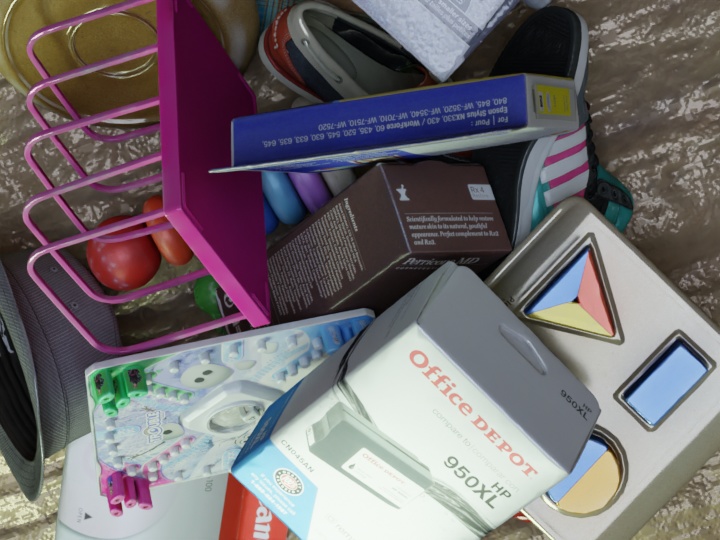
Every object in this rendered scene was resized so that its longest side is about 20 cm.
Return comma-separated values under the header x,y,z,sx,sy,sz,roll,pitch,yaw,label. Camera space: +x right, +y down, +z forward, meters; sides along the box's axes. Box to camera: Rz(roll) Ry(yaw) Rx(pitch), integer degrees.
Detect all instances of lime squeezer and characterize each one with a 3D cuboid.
x,y,z,sx,sy,sz,roll,pitch,yaw,label
-0.079,0.027,1.742,0.071,0.038,0.200,-35,99,-21,lime squeezer

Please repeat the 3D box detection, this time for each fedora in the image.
x,y,z,sx,sy,sz,roll,pitch,yaw,label
-0.224,0.058,1.696,0.090,0.200,0.177,-17,141,-22,fedora

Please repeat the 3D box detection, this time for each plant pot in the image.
x,y,z,sx,sy,sz,roll,pitch,yaw,label
-0.170,-0.165,1.645,0.200,0.028,0.200,0,139,0,plant pot

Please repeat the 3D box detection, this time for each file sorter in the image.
x,y,z,sx,sy,sz,roll,pitch,yaw,label
-0.148,-0.064,1.580,0.125,0.200,0.139,-17,142,15,file sorter

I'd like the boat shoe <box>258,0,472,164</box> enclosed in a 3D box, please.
x,y,z,sx,sy,sz,roll,pitch,yaw,label
0.025,-0.127,1.650,0.200,0.063,0.071,29,63,-18,boat shoe

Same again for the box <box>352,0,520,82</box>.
x,y,z,sx,sy,sz,roll,pitch,yaw,label
0.024,-0.237,1.511,0.200,0.115,0.132,42,104,-4,box

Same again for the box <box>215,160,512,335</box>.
x,y,z,sx,sy,sz,roll,pitch,yaw,label
0.000,0.000,1.640,0.200,0.100,0.075,-38,63,42,box

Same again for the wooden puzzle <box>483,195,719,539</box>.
x,y,z,sx,sy,sz,roll,pitch,yaw,label
0.152,0.080,1.597,0.200,0.046,0.185,43,95,-6,wooden puzzle

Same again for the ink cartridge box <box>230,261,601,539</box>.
x,y,z,sx,sy,sz,roll,pitch,yaw,label
0.035,0.110,1.551,0.145,0.084,0.200,44,126,-8,ink cartridge box

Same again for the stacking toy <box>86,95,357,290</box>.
x,y,z,sx,sy,sz,roll,pitch,yaw,label
-0.103,-0.044,1.682,0.200,0.085,0.085,-28,99,1,stacking toy

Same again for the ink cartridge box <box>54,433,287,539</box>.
x,y,z,sx,sy,sz,roll,pitch,yaw,label
-0.126,0.190,1.771,0.200,0.057,0.163,10,103,7,ink cartridge box

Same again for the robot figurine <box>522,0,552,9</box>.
x,y,z,sx,sy,sz,roll,pitch,yaw,label
0.076,-0.271,1.616,0.200,0.113,0.170,41,126,-5,robot figurine

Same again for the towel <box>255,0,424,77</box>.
x,y,z,sx,sy,sz,roll,pitch,yaw,label
-0.036,-0.195,1.641,0.200,0.147,0.022,12,61,1,towel

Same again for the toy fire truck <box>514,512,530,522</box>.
x,y,z,sx,sy,sz,roll,pitch,yaw,label
0.129,0.084,1.708,0.200,0.112,0.168,-29,75,10,toy fire truck

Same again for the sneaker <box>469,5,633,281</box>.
x,y,z,sx,sy,sz,roll,pitch,yaw,label
0.145,-0.080,1.655,0.084,0.121,0.200,26,104,43,sneaker

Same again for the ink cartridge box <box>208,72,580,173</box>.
x,y,z,sx,sy,sz,roll,pitch,yaw,label
0.025,-0.094,1.516,0.197,0.200,0.047,-7,88,17,ink cartridge box

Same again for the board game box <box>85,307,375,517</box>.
x,y,z,sx,sy,sz,roll,pitch,yaw,label
-0.089,0.104,1.660,0.200,0.200,0.026,-11,61,-10,board game box
